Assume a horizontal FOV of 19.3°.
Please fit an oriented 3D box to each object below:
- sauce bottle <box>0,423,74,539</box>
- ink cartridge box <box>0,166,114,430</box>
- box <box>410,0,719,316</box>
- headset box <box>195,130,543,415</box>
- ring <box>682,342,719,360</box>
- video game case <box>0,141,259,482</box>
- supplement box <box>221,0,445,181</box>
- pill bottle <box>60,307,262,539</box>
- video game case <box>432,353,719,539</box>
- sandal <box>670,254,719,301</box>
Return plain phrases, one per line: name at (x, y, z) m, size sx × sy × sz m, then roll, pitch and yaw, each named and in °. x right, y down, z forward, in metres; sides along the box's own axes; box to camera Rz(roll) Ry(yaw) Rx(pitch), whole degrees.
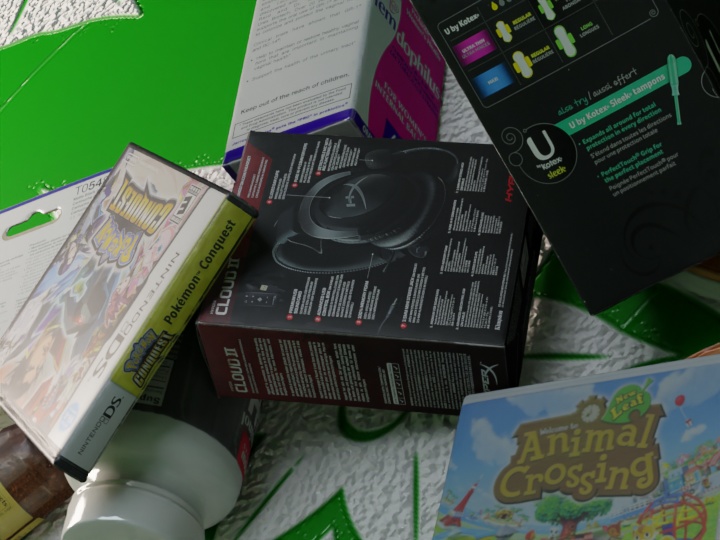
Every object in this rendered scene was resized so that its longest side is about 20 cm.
sauce bottle at (-0.225, 0.139, 1.363) m, size 0.199 × 0.066 × 0.066 m, roll -38°, pitch 38°, yaw 1°
ink cartridge box at (-0.234, 0.031, 1.489) m, size 0.198 × 0.041 × 0.201 m, roll -18°, pitch 43°, yaw 27°
box at (0.137, -0.108, 1.144) m, size 0.124 × 0.201 × 0.149 m, roll -27°, pitch 11°, yaw 22°
headset box at (0.000, 0.000, 1.237) m, size 0.198 × 0.078 × 0.150 m, roll 3°, pitch 51°, yaw 12°
ring at (0.196, 0.115, 1.066) m, size 0.199 × 0.019 × 0.202 m, roll -22°, pitch 43°, yaw 22°
video game case at (-0.151, 0.018, 1.263) m, size 0.182 × 0.025 × 0.200 m, roll -57°, pitch 26°, yaw -3°
supplement box at (-0.012, -0.125, 1.404) m, size 0.103 × 0.101 × 0.201 m, roll -18°, pitch 44°, yaw 26°
pill bottle at (-0.117, 0.088, 1.279) m, size 0.110 × 0.111 × 0.201 m, roll -13°, pitch 46°, yaw 31°
video game case at (0.123, 0.129, 1.081) m, size 0.199 × 0.022 × 0.183 m, roll -12°, pitch 47°, yaw 33°
sandal at (0.234, -0.010, 1.107) m, size 0.079 × 0.060 × 0.206 m, roll -39°, pitch 34°, yaw -29°
